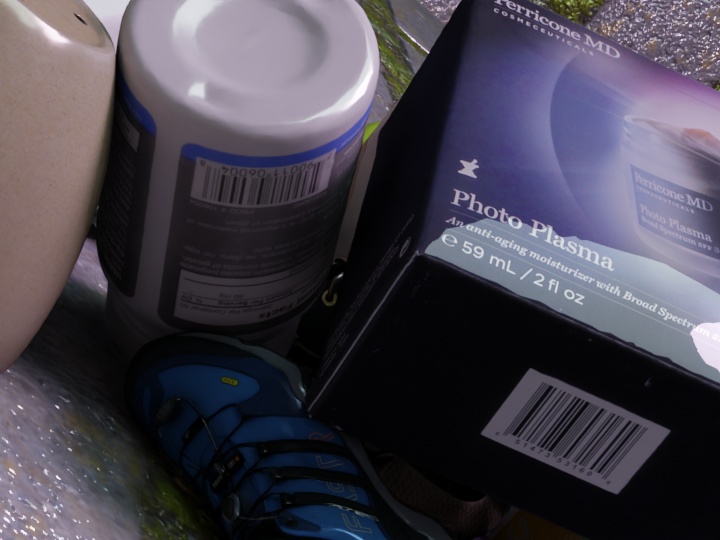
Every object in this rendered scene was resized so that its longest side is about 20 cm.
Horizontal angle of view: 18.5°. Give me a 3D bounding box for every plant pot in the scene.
[{"bbox_3d":[-0.180,-0.073,0.923,0.200,0.134,0.200,41,12,-10],"label":"plant pot"}]

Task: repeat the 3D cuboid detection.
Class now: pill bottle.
[{"bbox_3d":[-0.062,-0.038,1.013,0.114,0.200,0.114,6,51,-8],"label":"pill bottle"}]

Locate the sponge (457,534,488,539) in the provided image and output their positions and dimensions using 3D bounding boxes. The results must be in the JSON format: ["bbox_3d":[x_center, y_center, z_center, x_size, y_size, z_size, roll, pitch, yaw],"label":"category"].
[{"bbox_3d":[0.056,0.164,1.120,0.200,0.030,0.112,45,13,8],"label":"sponge"}]

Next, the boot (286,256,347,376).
[{"bbox_3d":[0.001,-0.001,1.146,0.203,0.154,0.074,27,43,-15],"label":"boot"}]

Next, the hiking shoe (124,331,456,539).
[{"bbox_3d":[-0.033,0.098,0.960,0.200,0.074,0.087,39,22,16],"label":"hiking shoe"}]

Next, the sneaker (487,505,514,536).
[{"bbox_3d":[0.075,0.125,1.244,0.200,0.077,0.085,36,17,12],"label":"sneaker"}]

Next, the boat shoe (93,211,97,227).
[{"bbox_3d":[-0.134,-0.055,1.102,0.069,0.072,0.200,56,-5,22],"label":"boat shoe"}]

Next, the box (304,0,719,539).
[{"bbox_3d":[0.102,0.000,1.006,0.200,0.123,0.198,24,42,-10],"label":"box"}]

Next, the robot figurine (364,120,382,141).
[{"bbox_3d":[0.048,-0.027,1.492,0.200,0.116,0.176,32,-28,34],"label":"robot figurine"}]

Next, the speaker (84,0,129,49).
[{"bbox_3d":[-0.132,-0.126,1.154,0.200,0.081,0.081,-15,51,-34],"label":"speaker"}]

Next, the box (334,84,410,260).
[{"bbox_3d":[0.025,-0.030,1.236,0.078,0.200,0.095,44,37,5],"label":"box"}]

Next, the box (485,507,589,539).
[{"bbox_3d":[0.170,0.184,1.103,0.200,0.101,0.113,40,12,-19],"label":"box"}]

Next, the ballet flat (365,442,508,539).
[{"bbox_3d":[0.029,0.094,1.094,0.067,0.046,0.200,50,17,27],"label":"ballet flat"}]
